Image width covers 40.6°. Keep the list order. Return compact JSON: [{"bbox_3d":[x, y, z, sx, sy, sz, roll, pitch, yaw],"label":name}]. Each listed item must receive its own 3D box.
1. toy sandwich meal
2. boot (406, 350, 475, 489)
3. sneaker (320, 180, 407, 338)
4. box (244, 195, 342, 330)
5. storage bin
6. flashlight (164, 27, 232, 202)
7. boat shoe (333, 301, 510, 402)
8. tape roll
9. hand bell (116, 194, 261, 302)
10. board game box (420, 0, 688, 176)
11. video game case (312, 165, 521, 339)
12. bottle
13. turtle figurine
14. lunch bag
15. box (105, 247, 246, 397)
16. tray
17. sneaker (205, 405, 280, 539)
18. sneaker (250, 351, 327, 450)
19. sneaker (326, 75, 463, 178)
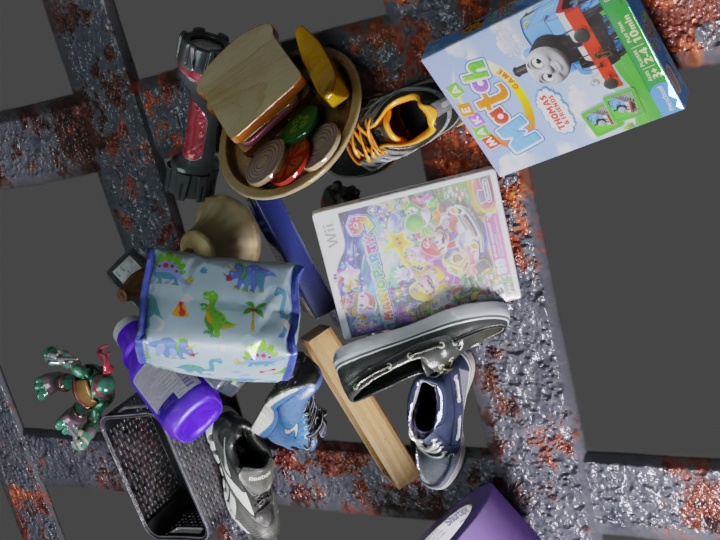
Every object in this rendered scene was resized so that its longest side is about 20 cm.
[{"bbox_3d":[-0.089,-0.173,1.028,0.202,0.209,0.070,-2,155,33],"label":"toy sandwich meal"},{"bbox_3d":[0.079,0.185,1.125,0.072,0.090,0.204,17,119,25],"label":"boot"},{"bbox_3d":[0.000,0.000,1.103,0.097,0.071,0.203,-26,97,35],"label":"sneaker"},{"bbox_3d":[-0.077,-0.013,1.126,0.202,0.032,0.121,62,172,-6],"label":"box"},{"bbox_3d":[-0.263,0.269,1.377,0.133,0.094,0.203,-10,106,37],"label":"storage bin"},{"bbox_3d":[-0.196,-0.179,1.149,0.067,0.068,0.203,28,123,17],"label":"flashlight"},{"bbox_3d":[0.069,0.088,1.038,0.196,0.069,0.058,-18,66,2],"label":"boat shoe"},{"bbox_3d":[0.108,0.344,1.111,0.085,0.199,0.200,47,128,5],"label":"tape roll"},{"bbox_3d":[-0.214,-0.010,1.154,0.102,0.200,0.106,13,117,26],"label":"hand bell"},{"bbox_3d":[0.176,-0.181,0.897,0.198,0.037,0.152,-18,123,39],"label":"board game box"},{"bbox_3d":[0.060,-0.017,1.032,0.196,0.018,0.146,-13,106,6],"label":"video game case"},{"bbox_3d":[-0.264,0.136,1.294,0.200,0.083,0.066,42,171,35],"label":"bottle"},{"bbox_3d":[-0.409,0.182,1.422,0.199,0.099,0.153,-22,82,54],"label":"turtle figurine"},{"bbox_3d":[-0.152,0.062,1.057,0.166,0.130,0.201,6,156,-6],"label":"lunch bag"},{"bbox_3d":[-0.224,0.070,1.235,0.051,0.158,0.200,-43,84,-7],"label":"box"},{"bbox_3d":[-0.002,0.159,1.166,0.202,0.037,0.099,58,171,-4],"label":"tray"},{"bbox_3d":[-0.148,0.282,1.317,0.090,0.066,0.203,0,111,57],"label":"sneaker"},{"bbox_3d":[-0.073,0.170,1.218,0.088,0.079,0.201,31,149,1],"label":"sneaker"},{"bbox_3d":[0.025,-0.148,1.017,0.198,0.077,0.079,-26,98,39],"label":"sneaker"}]
